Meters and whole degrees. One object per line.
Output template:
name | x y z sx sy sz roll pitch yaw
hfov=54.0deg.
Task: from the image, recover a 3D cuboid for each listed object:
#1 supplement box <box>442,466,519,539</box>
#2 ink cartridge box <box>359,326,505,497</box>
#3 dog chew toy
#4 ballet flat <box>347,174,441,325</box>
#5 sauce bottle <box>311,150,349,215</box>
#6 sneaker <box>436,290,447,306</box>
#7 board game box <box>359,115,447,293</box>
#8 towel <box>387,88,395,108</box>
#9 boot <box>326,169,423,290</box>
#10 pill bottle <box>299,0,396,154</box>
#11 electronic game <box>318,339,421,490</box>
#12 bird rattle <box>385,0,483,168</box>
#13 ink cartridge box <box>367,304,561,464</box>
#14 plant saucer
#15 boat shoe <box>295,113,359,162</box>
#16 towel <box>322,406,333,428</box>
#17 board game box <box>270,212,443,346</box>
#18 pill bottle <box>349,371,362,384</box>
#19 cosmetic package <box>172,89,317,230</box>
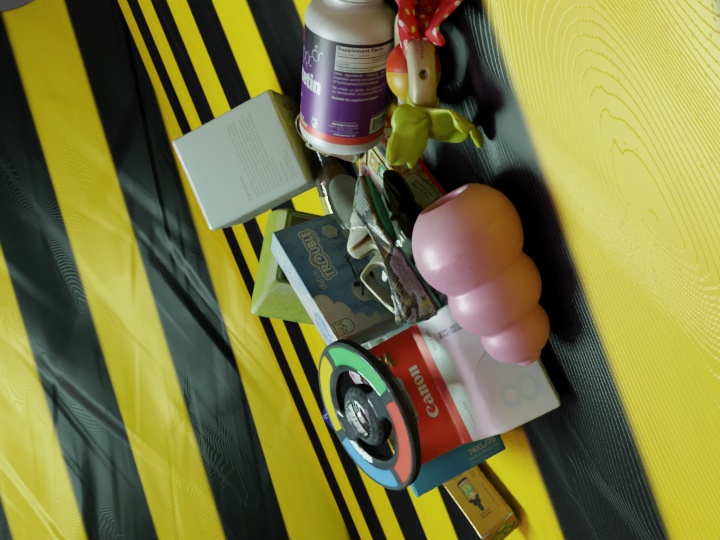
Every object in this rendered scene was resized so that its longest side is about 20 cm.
supplement box | 0.175 0.354 1.167 0.200 0.066 0.069 50 175 45
ink cartridge box | 0.091 0.184 1.025 0.204 0.143 0.147 64 178 -2
dog chew toy | 0.140 0.011 0.767 0.203 0.123 0.124 59 164 -8
ballet flat | 0.022 -0.022 0.822 0.073 0.070 0.203 96 151 -59
sauce bottle | -0.041 -0.129 1.199 0.064 0.064 0.204 27 140 63
sneaker | 0.142 0.099 0.914 0.203 0.086 0.074 62 163 12
board game box | 0.063 -0.088 0.973 0.202 0.045 0.153 57 161 28
towel | 0.004 -0.246 0.989 0.088 0.018 0.200 66 163 3
boot | 0.028 -0.086 0.928 0.202 0.066 0.132 57 149 28
pill bottle | -0.016 -0.252 0.850 0.113 0.110 0.204 50 145 40
electronic game | 0.008 0.183 0.896 0.199 0.041 0.204 36 137 41
bird rattle | 0.054 -0.217 0.754 0.163 0.110 0.205 -114 9 -70
ink cartridge box | 0.117 0.127 0.851 0.163 0.197 0.047 63 -170 5
plant saucer | -0.056 -0.013 1.073 0.048 0.194 0.204 108 170 -51
boat shoe | -0.050 -0.198 1.028 0.200 0.070 0.078 -136 37 -67
towel | 0.043 0.252 1.232 0.147 0.195 0.051 179 84 -72
board game box | 0.000 0.000 1.018 0.202 0.195 0.044 55 151 27
pill bottle | 0.057 0.167 1.214 0.116 0.111 0.199 67 163 -8
cosmetic package | -0.188 -0.192 1.246 0.170 0.196 0.167 65 -169 -4
